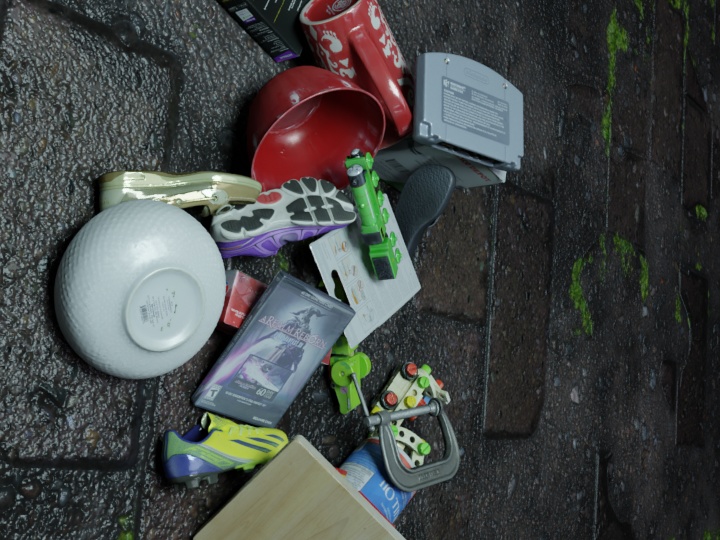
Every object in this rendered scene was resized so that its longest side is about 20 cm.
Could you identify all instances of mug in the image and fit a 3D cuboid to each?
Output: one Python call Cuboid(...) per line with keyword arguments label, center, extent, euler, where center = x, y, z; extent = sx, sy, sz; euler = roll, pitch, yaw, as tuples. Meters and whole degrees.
Cuboid(label="mug", center=(0.016, -0.287, 1.144), extent=(0.134, 0.175, 0.202), euler=(-49, 131, -25))

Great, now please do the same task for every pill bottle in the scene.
Cuboid(label="pill bottle", center=(-0.010, 0.343, 1.169), extent=(0.200, 0.111, 0.114), euler=(-42, 118, -41))

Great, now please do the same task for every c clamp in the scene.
Cuboid(label="c clamp", center=(0.077, 0.232, 1.200), extent=(0.197, 0.027, 0.175), euler=(8, 63, -46))

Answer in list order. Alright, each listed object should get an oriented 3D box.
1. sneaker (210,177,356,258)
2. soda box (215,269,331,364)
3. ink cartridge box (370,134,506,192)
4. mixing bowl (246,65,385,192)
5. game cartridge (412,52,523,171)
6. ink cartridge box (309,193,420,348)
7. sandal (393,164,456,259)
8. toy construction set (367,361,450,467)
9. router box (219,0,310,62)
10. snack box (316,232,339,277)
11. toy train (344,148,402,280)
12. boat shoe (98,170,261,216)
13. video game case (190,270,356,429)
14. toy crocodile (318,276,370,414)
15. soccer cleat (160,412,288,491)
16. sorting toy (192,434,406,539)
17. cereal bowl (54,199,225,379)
Cuboid(label="sneaker", center=(-0.103, -0.064, 1.078), extent=(0.195, 0.084, 0.082), euler=(-11, 57, -18))
Cuboid(label="soda box", center=(-0.120, 0.066, 1.092), extent=(0.198, 0.062, 0.072), euler=(29, 68, -43))
Cuboid(label="ink cartridge box", center=(0.115, -0.190, 1.273), extent=(0.145, 0.197, 0.086), euler=(29, 66, -44))
Cuboid(label="mixing bowl", center=(-0.076, -0.195, 1.090), extent=(0.198, 0.201, 0.109), euler=(5, 44, -48))
Cuboid(label="game cartridge", center=(0.152, -0.226, 1.147), extent=(0.197, 0.040, 0.137), euler=(12, 78, -36))
Cuboid(label="ink cartridge box", center=(0.000, 0.000, 1.200), extent=(0.199, 0.049, 0.165), euler=(-36, 109, -45))
Cuboid(label="sandal", center=(0.088, -0.087, 1.268), extent=(0.042, 0.201, 0.077), euler=(-14, 57, -42))
Cuboid(label="toy construction set", center=(0.082, 0.226, 1.295), extent=(0.131, 0.092, 0.201), euler=(45, 44, -8))
Cuboid(label="router box", center=(-0.113, -0.419, 1.134), extent=(0.149, 0.050, 0.204), euler=(41, 59, -42))
Cuboid(label="snack box", center=(-0.029, -0.045, 1.232), extent=(0.072, 0.024, 0.203), euler=(-43, 120, -42))
Cuboid(label="toy train", center=(0.016, -0.072, 1.126), extent=(0.057, 0.041, 0.203), euler=(-74, 152, -48))
Cuboid(label="boat shoe", center=(-0.210, -0.083, 0.973), extent=(0.197, 0.073, 0.065), euler=(-2, 89, -36))
Cuboid(label="video game case", center=(-0.109, 0.108, 1.055), extent=(0.142, 0.019, 0.202), euler=(28, 102, -44))
Cuboid(label="toy crocodile", center=(-0.027, 0.109, 1.204), extent=(0.067, 0.060, 0.205), euler=(-25, 112, -63))
Cuboid(label="soccer cleat", center=(-0.165, 0.217, 1.035), extent=(0.198, 0.064, 0.086), euler=(-4, 78, -51))
Cuboid(label="sorting toy", center=(-0.071, 0.328, 1.027), extent=(0.199, 0.200, 0.070), euler=(45, 15, -5))
Cuboid(label="cereal bowl", center=(-0.231, 0.030, 0.907), extent=(0.197, 0.083, 0.205), euler=(-17, 117, -35))
